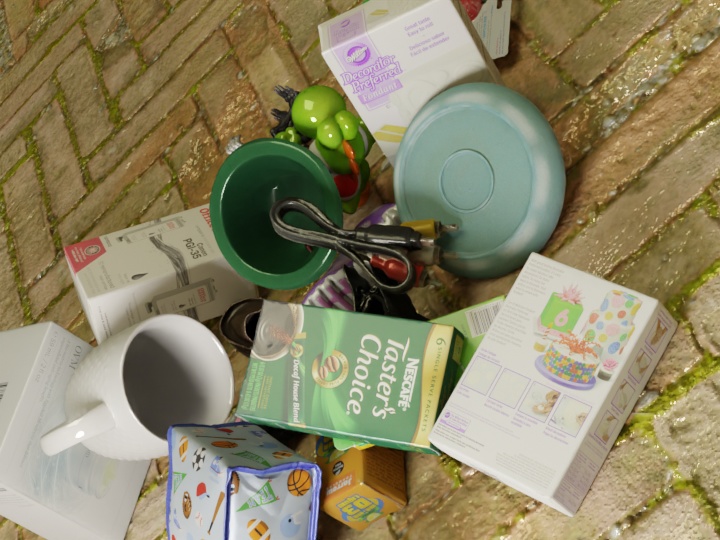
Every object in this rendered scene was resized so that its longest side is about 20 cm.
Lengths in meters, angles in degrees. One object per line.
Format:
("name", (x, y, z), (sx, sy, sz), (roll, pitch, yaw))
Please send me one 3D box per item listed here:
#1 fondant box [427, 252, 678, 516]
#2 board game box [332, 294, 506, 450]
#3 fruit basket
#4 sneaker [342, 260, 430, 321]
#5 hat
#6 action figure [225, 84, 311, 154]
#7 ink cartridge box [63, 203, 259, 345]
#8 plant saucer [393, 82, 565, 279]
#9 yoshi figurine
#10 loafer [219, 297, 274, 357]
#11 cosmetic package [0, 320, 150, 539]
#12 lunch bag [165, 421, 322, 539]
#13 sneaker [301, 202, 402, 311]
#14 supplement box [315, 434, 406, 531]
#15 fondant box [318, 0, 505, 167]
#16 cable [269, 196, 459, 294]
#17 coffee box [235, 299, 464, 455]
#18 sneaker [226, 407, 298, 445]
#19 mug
("fondant box", (0.171, 0.099, 1.402), (0.144, 0.058, 0.200), (23, 80, 40))
("board game box", (0.060, 0.101, 1.502), (0.200, 0.030, 0.096), (-19, 68, 9))
("fruit basket", (0.095, -0.289, 1.860), (0.200, 0.094, 0.186), (-12, 50, 25))
("sneaker", (0.031, 0.081, 1.571), (0.060, 0.104, 0.200), (-32, 39, 29))
("hat", (-0.060, -0.072, 1.764), (0.200, 0.176, 0.166), (7, 101, 31))
("action figure", (-0.121, -0.123, 1.930), (0.119, 0.102, 0.200), (121, 169, -61))
("ink cartridge box", (-0.241, 0.005, 1.894), (0.200, 0.083, 0.147), (-18, 32, -14))
("plant saucer", (0.113, -0.091, 1.593), (0.200, 0.027, 0.201), (2, 94, 33))
("yoshi figurine", (-0.036, -0.142, 1.755), (0.200, 0.112, 0.113), (97, -163, -68))
("loafer", (-0.103, 0.060, 1.781), (0.200, 0.071, 0.073), (7, 66, 53))
("cosmetic package", (-0.355, 0.198, 1.848), (0.123, 0.200, 0.200), (-11, 53, 42))
("lunch bag", (-0.118, 0.266, 1.554), (0.170, 0.124, 0.201), (-161, 74, -63))
("sneaker", (0.000, 0.000, 1.707), (0.200, 0.080, 0.088), (-48, 27, -9))
("supplement box", (-0.002, 0.156, 1.580), (0.066, 0.069, 0.200), (-33, 42, 29))
("fondant box", (0.065, -0.201, 1.655), (0.144, 0.200, 0.058), (-23, 39, 15))
("cable", (-0.003, -0.020, 1.593), (0.200, 0.050, 0.097), (7, 61, 21))
("coffee box", (-0.010, 0.099, 1.487), (0.200, 0.044, 0.123), (9, 76, 20))
("sneaker", (-0.100, 0.151, 1.699), (0.200, 0.070, 0.082), (-47, 36, 7))
("mug", (-0.265, 0.149, 1.731), (0.200, 0.148, 0.175), (-30, 5, -42))
